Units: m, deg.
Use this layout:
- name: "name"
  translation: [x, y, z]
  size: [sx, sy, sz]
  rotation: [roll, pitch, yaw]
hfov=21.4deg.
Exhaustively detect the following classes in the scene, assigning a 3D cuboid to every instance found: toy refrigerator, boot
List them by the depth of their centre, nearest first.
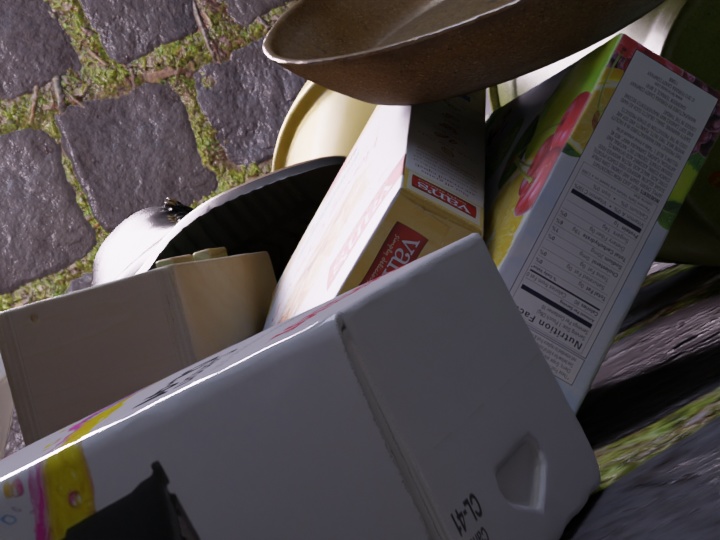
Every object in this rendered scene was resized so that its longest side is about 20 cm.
- name: "toy refrigerator"
  translation: [-0.085, 0.031, 0.814]
  size: [0.075, 0.071, 0.200]
  rotation: [-15, -1, 9]
- name: "boot"
  translation: [-0.078, -0.018, 0.982]
  size: [0.199, 0.078, 0.139]
  rotation: [-32, 26, 17]

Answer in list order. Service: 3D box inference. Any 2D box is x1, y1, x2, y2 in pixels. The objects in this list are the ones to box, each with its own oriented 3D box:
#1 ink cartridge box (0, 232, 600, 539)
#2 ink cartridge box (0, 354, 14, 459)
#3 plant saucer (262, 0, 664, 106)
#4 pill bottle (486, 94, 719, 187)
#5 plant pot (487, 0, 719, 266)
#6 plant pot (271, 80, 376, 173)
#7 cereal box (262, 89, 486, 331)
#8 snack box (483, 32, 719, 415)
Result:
- name: "ink cartridge box"
  translation: [-0.050, 0.075, 0.526]
  size: [0.199, 0.086, 0.148]
  rotation: [-28, 0, 20]
- name: "ink cartridge box"
  translation: [-0.235, 0.113, 0.805]
  size: [0.146, 0.086, 0.201]
  rotation: [-27, -34, -42]
- name: "plant saucer"
  translation: [0.059, -0.112, 0.737]
  size: [0.199, 0.036, 0.200]
  rotation: [-22, 20, 8]
- name: "pill bottle"
  translation: [0.166, -0.085, 1.008]
  size: [0.199, 0.110, 0.109]
  rotation: [8, -19, -33]
- name: "plant pot"
  translation: [0.165, -0.084, 0.821]
  size: [0.199, 0.201, 0.193]
  rotation: [-26, 12, 1]
- name: "plant pot"
  translation: [0.035, -0.025, 1.071]
  size: [0.200, 0.201, 0.189]
  rotation: [-26, 17, 24]
- name: "cereal box"
  translation: [0.000, 0.000, 0.744]
  size: [0.144, 0.039, 0.200]
  rotation: [-59, 7, 20]
- name: "snack box"
  translation: [0.056, 0.000, 0.723]
  size: [0.143, 0.053, 0.200]
  rotation: [-61, 7, -8]
